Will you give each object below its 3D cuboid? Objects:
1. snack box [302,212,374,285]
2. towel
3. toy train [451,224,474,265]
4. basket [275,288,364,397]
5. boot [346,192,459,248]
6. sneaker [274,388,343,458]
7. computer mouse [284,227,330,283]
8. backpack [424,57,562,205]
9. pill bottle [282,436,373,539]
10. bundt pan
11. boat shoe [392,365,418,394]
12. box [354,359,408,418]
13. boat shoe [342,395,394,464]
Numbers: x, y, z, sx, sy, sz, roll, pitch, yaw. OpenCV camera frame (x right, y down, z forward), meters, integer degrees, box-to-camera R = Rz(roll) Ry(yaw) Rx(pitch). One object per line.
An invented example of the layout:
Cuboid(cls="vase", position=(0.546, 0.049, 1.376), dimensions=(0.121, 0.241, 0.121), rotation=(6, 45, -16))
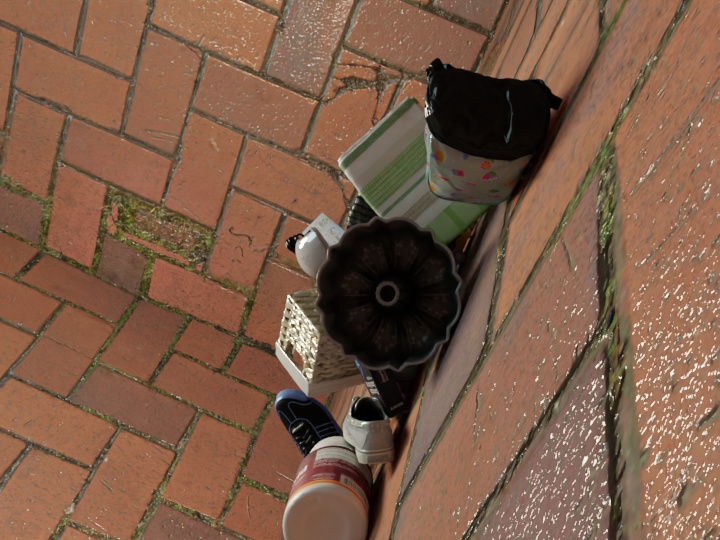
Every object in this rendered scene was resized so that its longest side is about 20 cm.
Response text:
Cuboid(cls="snack box", position=(0.000, 0.000, 1.398), dimensions=(0.053, 0.142, 0.200), rotation=(-43, 28, -3))
Cuboid(cls="towel", position=(0.080, -0.127, 1.305), dimensions=(0.149, 0.201, 0.031), rotation=(-40, -10, 5))
Cuboid(cls="toy train", position=(0.136, -0.040, 1.464), dimensions=(0.151, 0.055, 0.202), rotation=(115, 177, -64))
Cuboid(cls="basket", position=(-0.026, 0.105, 1.531), dimensions=(0.136, 0.197, 0.125), rotation=(46, 136, 43))
Cuboid(cls="boot", position=(0.088, -0.108, 1.371), dimensions=(0.212, 0.157, 0.080), rotation=(-49, -34, -9))
Cuboid(cls="sneaker", position=(-0.066, 0.279, 1.474), dimensions=(0.070, 0.200, 0.078), rotation=(-42, 8, 23))
Cuboid(cls="computer mouse", position=(-0.072, -0.017, 1.339), dimensions=(0.043, 0.111, 0.200), rotation=(-32, -4, -8))
Cuboid(cls="backpack", position=(0.143, -0.161, 1.129), dimensions=(0.200, 0.164, 0.129), rotation=(87, -159, -78))
Cuboid(cls="pill bottle", position=(-0.040, 0.311, 1.269), dimensions=(0.200, 0.113, 0.116), rotation=(-71, 5, -79))
Cuboid(cls="bundt pan", position=(0.043, 0.031, 1.230), dimensions=(0.205, 0.199, 0.076), rotation=(-66, -12, 3))
Cuboid(cls="boat shoe", position=(0.055, 0.104, 1.440), dimensions=(0.202, 0.072, 0.068), rotation=(-84, 1, -48))
Cuboid(cls="box", position=(0.008, 0.121, 1.367), dimensions=(0.036, 0.203, 0.143), rotation=(-25, -4, -8))
Cuboid(cls="boat shoe", position=(0.014, 0.214, 1.300), dimensions=(0.201, 0.069, 0.073), rotation=(-146, 53, -81))
